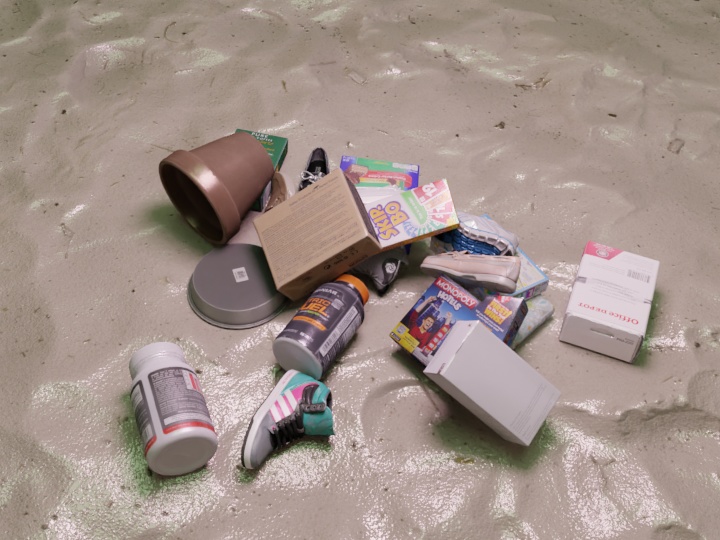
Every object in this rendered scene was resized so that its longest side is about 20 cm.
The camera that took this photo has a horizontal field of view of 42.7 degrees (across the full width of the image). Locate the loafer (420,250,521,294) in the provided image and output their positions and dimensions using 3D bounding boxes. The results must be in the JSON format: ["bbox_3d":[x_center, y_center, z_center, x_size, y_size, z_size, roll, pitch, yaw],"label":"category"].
[{"bbox_3d":[0.201,-0.005,1.657,0.199,0.072,0.063,13,73,40],"label":"loafer"}]

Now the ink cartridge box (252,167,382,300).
[{"bbox_3d":[-0.081,-0.066,1.694,0.199,0.075,0.165,-30,58,14],"label":"ink cartridge box"}]

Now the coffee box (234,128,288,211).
[{"bbox_3d":[-0.235,-0.216,1.951,0.122,0.044,0.201,10,49,6],"label":"coffee box"}]

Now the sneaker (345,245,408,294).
[{"bbox_3d":[0.000,0.000,1.754,0.199,0.075,0.116,-23,86,8],"label":"sneaker"}]

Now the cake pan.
[{"bbox_3d":[-0.229,0.022,1.741,0.199,0.037,0.201,2,47,-2],"label":"cake pan"}]

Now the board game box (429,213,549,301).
[{"bbox_3d":[0.242,-0.014,1.744,0.134,0.034,0.200,-21,52,-23],"label":"board game box"}]

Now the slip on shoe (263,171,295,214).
[{"bbox_3d":[-0.165,-0.121,1.851,0.060,0.076,0.201,0,54,-19],"label":"slip on shoe"}]

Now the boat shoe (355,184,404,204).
[{"bbox_3d":[0.053,-0.135,1.783,0.199,0.072,0.069,-5,50,2],"label":"boat shoe"}]

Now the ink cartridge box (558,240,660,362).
[{"bbox_3d":[0.466,0.057,1.718,0.145,0.085,0.200,17,47,12],"label":"ink cartridge box"}]

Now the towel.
[{"bbox_3d":[0.237,0.062,1.725,0.200,0.048,0.171,37,57,27],"label":"towel"}]

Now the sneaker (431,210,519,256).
[{"bbox_3d":[0.208,-0.074,1.737,0.199,0.075,0.087,28,37,17],"label":"sneaker"}]

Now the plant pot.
[{"bbox_3d":[-0.265,-0.177,1.796,0.200,0.201,0.174,37,62,27],"label":"plant pot"}]

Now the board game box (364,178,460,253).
[{"bbox_3d":[0.077,-0.096,1.706,0.199,0.030,0.096,-18,68,10],"label":"board game box"}]

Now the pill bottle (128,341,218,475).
[{"bbox_3d":[-0.311,0.221,1.501,0.115,0.116,0.201,-14,50,-16],"label":"pill bottle"}]

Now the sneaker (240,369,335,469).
[{"bbox_3d":[-0.103,0.255,1.510,0.120,0.084,0.200,13,46,21],"label":"sneaker"}]

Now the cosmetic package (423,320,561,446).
[{"bbox_3d":[0.216,0.183,1.507,0.200,0.081,0.113,41,75,-12],"label":"cosmetic package"}]

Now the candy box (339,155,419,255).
[{"bbox_3d":[0.029,-0.134,1.870,0.168,0.077,0.201,7,49,0],"label":"candy box"}]

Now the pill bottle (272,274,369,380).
[{"bbox_3d":[-0.062,0.095,1.638,0.106,0.107,0.200,24,50,18],"label":"pill bottle"}]

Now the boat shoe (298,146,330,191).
[{"bbox_3d":[-0.092,-0.176,1.907,0.073,0.068,0.200,8,48,4],"label":"boat shoe"}]

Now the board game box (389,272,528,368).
[{"bbox_3d":[0.190,0.105,1.618,0.200,0.062,0.200,39,83,29],"label":"board game box"}]
